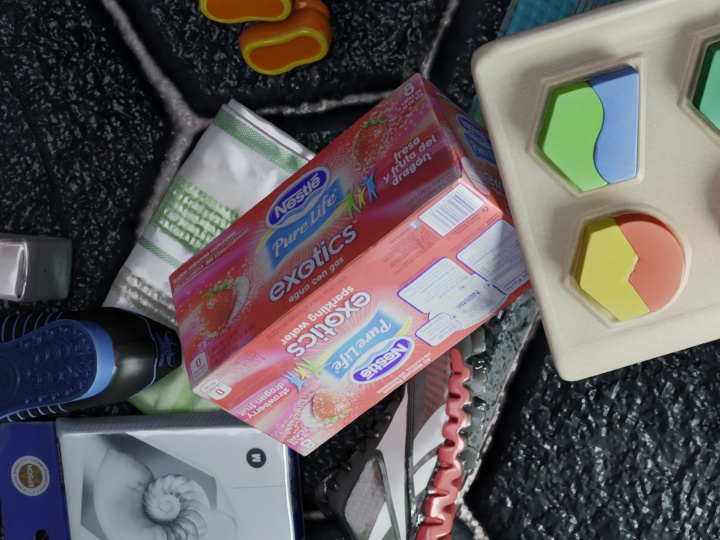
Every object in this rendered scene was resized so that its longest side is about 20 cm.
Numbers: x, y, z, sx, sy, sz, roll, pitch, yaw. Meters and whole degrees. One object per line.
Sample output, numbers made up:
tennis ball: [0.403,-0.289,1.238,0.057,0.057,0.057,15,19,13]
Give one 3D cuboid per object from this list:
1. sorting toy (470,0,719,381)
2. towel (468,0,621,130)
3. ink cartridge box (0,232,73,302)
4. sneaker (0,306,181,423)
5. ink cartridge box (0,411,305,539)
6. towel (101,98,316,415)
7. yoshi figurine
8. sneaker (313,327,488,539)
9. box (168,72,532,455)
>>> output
sorting toy: [0.169,-0.048,0.920,0.185,0.036,0.200,-17,111,3]
towel: [0.123,-0.074,1.010,0.147,0.022,0.200,40,131,25]
ink cartridge box: [-0.295,-0.010,1.073,0.199,0.174,0.044,6,92,9]
sneaker: [-0.197,0.060,1.100,0.200,0.078,0.070,-4,88,43]
ink cartridge box: [-0.132,0.188,1.104,0.199,0.041,0.200,-4,99,10]
towel: [-0.074,0.013,1.114,0.149,0.031,0.200,34,99,9]
yoshi figurine: [-0.065,-0.222,1.061,0.112,0.112,0.201,15,61,-21]
sneaker: [0.024,0.115,1.074,0.098,0.071,0.201,11,94,7]
box: [0.000,0.000,1.002,0.200,0.103,0.095,-39,41,20]
